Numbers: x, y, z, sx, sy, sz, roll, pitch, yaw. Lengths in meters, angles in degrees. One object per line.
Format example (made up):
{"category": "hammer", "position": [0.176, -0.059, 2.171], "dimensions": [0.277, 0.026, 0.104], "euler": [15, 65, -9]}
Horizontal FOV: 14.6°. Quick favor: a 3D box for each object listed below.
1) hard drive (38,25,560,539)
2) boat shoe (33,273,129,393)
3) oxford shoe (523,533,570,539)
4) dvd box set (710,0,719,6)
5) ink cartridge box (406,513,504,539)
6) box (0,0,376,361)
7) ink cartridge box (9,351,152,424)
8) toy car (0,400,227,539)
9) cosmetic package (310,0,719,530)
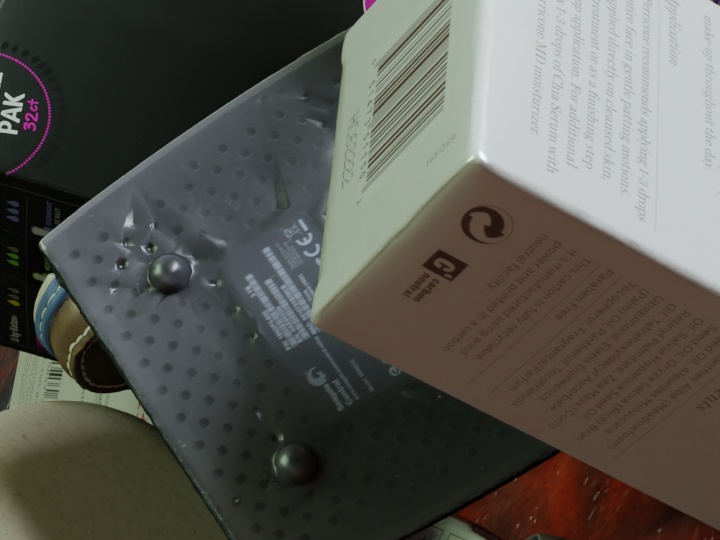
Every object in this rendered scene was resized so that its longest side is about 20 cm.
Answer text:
{"category": "hard drive", "position": [0.026, -0.006, 0.787], "dimensions": [0.200, 0.135, 0.042], "euler": [-32, -17, -12]}
{"category": "boat shoe", "position": [0.000, 0.000, 0.840], "dimensions": [0.199, 0.072, 0.073], "euler": [-21, 59, 3]}
{"category": "oxford shoe", "position": [0.072, 0.107, 0.716], "dimensions": [0.199, 0.073, 0.071], "euler": [-6, 47, 36]}
{"category": "dvd box set", "position": [0.096, -0.120, 0.803], "dimensions": [0.029, 0.200, 0.147], "euler": [-41, 20, 30]}
{"category": "ink cartridge box", "position": [0.000, 0.127, 0.927], "dimensions": [0.199, 0.050, 0.109], "euler": [21, 83, 35]}
{"category": "box", "position": [-0.030, -0.040, 0.977], "dimensions": [0.124, 0.199, 0.149], "euler": [100, -173, -60]}
{"category": "ink cartridge box", "position": [-0.079, 0.095, 1.109], "dimensions": [0.200, 0.083, 0.148], "euler": [179, 102, -67]}
{"category": "toy car", "position": [-0.088, 0.160, 0.863], "dimensions": [0.177, 0.184, 0.200], "euler": [51, 134, 26]}
{"category": "cosmetic package", "position": [0.091, 0.001, 0.690], "dimensions": [0.071, 0.199, 0.102], "euler": [-45, 27, 40]}
